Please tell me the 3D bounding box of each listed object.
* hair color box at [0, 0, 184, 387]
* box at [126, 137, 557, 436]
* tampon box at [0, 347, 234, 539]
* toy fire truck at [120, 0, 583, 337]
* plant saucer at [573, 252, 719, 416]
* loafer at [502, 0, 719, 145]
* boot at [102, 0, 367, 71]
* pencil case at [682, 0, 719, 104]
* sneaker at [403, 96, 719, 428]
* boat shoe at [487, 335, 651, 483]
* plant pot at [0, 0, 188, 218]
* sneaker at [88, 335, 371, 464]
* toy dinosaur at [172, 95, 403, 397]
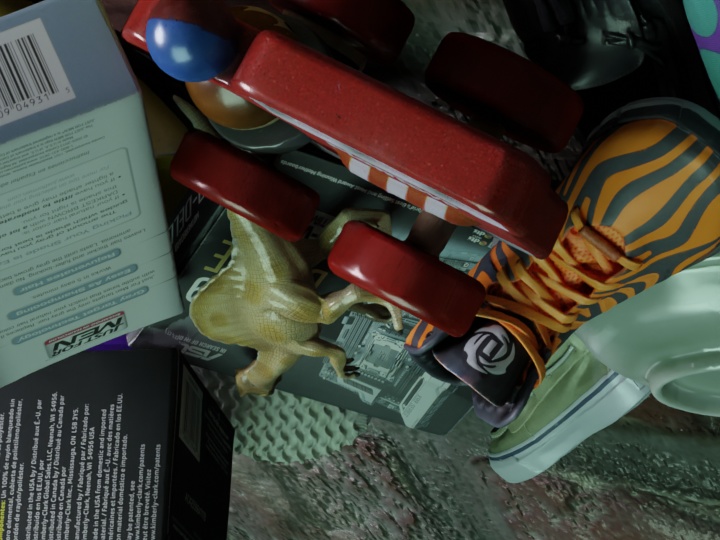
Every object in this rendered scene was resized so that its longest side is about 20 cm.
[{"bbox_3d":[-0.139,-0.030,0.779,0.098,0.061,0.200,-22,155,-11],"label":"hair color box"},{"bbox_3d":[0.000,0.000,0.918,0.199,0.050,0.158,18,130,-27],"label":"box"},{"bbox_3d":[-0.180,0.124,0.947,0.198,0.127,0.150,-1,159,7],"label":"tampon box"},{"bbox_3d":[-0.009,-0.063,0.696,0.199,0.113,0.168,29,180,16],"label":"toy fire truck"},{"bbox_3d":[0.197,0.037,0.885,0.198,0.051,0.200,2,162,1],"label":"plant saucer"},{"bbox_3d":[0.111,-0.088,0.773,0.071,0.063,0.200,2,147,38],"label":"loafer"},{"bbox_3d":[-0.113,-0.127,0.869,0.199,0.073,0.166,-9,137,42],"label":"boot"},{"bbox_3d":[0.173,-0.102,0.675,0.092,0.086,0.200,3,148,27],"label":"pencil case"},{"bbox_3d":[0.089,0.009,0.766,0.077,0.112,0.200,41,149,1],"label":"sneaker"},{"bbox_3d":[0.122,0.070,1.075,0.062,0.072,0.200,48,149,4],"label":"boat shoe"},{"bbox_3d":[-0.197,-0.063,0.949,0.143,0.199,0.200,58,156,12],"label":"plant pot"},{"bbox_3d":[-0.090,0.059,1.065,0.198,0.100,0.070,1,120,4],"label":"sneaker"},{"bbox_3d":[-0.033,0.006,0.839,0.100,0.058,0.201,-7,137,-1],"label":"toy dinosaur"}]
